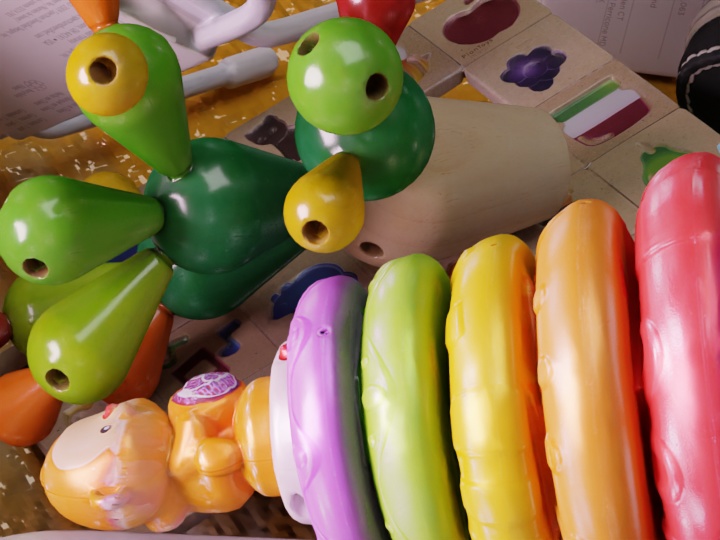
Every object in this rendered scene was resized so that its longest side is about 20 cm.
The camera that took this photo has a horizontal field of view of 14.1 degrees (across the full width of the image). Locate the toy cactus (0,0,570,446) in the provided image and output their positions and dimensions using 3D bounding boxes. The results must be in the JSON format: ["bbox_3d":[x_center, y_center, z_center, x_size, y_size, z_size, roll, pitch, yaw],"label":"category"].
[{"bbox_3d":[-0.025,-0.025,0.748,0.164,0.200,0.103,-8,64,-33],"label":"toy cactus"}]

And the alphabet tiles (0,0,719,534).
[{"bbox_3d":[0.000,0.000,0.803,0.199,0.008,0.167,-32,40,-13],"label":"alphabet tiles"}]

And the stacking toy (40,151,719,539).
[{"bbox_3d":[0.019,0.035,0.693,0.199,0.110,0.116,-6,24,11],"label":"stacking toy"}]

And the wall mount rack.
[{"bbox_3d":[-0.065,-0.080,0.824,0.173,0.200,0.075,27,65,-31],"label":"wall mount rack"}]

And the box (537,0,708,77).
[{"bbox_3d":[0.159,-0.133,0.966,0.199,0.098,0.125,7,44,-4],"label":"box"}]

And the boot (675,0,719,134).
[{"bbox_3d":[0.151,0.002,0.774,0.203,0.074,0.154,16,58,30],"label":"boot"}]

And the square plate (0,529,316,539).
[{"bbox_3d":[-0.019,0.100,0.654,0.197,0.029,0.200,2,17,-6],"label":"square plate"}]

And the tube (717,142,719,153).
[{"bbox_3d":[0.146,0.009,0.697,0.050,0.077,0.201,26,29,-40],"label":"tube"}]
